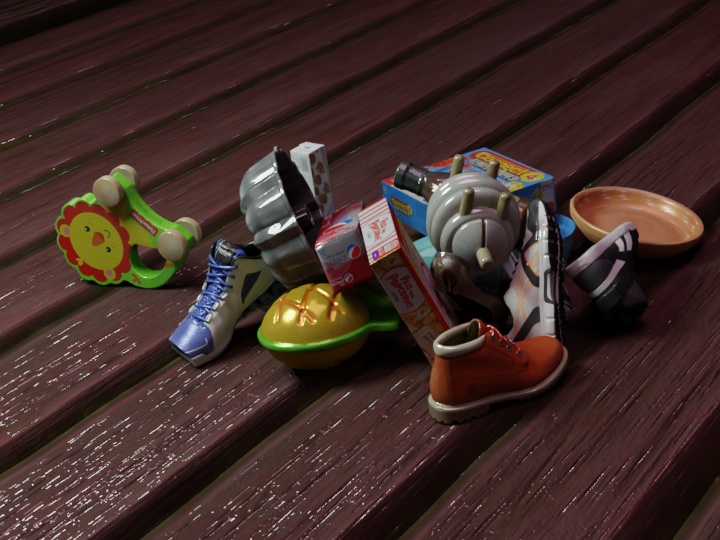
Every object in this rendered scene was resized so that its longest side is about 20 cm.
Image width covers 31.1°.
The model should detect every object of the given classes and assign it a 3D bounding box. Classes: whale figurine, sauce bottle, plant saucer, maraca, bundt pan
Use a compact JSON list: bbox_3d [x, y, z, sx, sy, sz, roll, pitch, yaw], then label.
[{"bbox_3d":[0.101,-0.012,1.787,0.197,0.105,0.159,6,22,-13],"label":"whale figurine"},{"bbox_3d":[0.142,-0.102,1.817,0.198,0.067,0.066,24,33,15],"label":"sauce bottle"},{"bbox_3d":[0.405,-0.068,1.911,0.197,0.038,0.201,6,26,-3],"label":"plant saucer"},{"bbox_3d":[-0.036,0.068,1.677,0.197,0.109,0.137,-11,24,-12],"label":"maraca"},{"bbox_3d":[-0.100,-0.059,1.739,0.075,0.204,0.202,-24,22,10],"label":"bundt pan"}]

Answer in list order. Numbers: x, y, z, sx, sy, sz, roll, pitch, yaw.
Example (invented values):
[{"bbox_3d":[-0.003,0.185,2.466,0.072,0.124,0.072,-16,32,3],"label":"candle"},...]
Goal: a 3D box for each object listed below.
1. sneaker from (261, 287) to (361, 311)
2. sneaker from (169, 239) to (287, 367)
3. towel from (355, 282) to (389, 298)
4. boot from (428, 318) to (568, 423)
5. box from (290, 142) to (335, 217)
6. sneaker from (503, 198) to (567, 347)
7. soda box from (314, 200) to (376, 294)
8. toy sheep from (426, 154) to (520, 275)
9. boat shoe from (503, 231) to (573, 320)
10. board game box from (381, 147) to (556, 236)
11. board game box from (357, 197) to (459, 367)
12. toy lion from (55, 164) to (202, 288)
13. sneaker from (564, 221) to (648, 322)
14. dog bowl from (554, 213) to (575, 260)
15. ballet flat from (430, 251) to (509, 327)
[{"bbox_3d":[-0.094,0.033,1.847,0.198,0.073,0.085,17,67,26],"label":"sneaker"},{"bbox_3d":[-0.189,0.023,1.751,0.080,0.116,0.199,26,58,38],"label":"sneaker"},{"bbox_3d":[0.000,0.000,1.830,0.199,0.018,0.085,36,23,34],"label":"towel"},{"bbox_3d":[0.169,0.102,1.555,0.198,0.109,0.075,-18,25,-28],"label":"boot"},{"bbox_3d":[-0.064,-0.089,1.917,0.041,0.203,0.039,14,34,40],"label":"box"},{"bbox_3d":[0.219,0.007,1.665,0.079,0.203,0.074,-5,-14,26],"label":"sneaker"},{"bbox_3d":[-0.015,-0.033,1.704,0.063,0.071,0.200,-22,11,7],"label":"soda box"},{"bbox_3d":[0.147,-0.064,1.680,0.135,0.140,0.201,-5,31,3],"label":"toy sheep"},{"bbox_3d":[0.245,-0.003,1.768,0.072,0.071,0.200,32,13,-29],"label":"boat shoe"},{"bbox_3d":[0.163,-0.114,1.969,0.194,0.057,0.200,-20,26,-23],"label":"board game box"},{"bbox_3d":[0.068,0.026,1.621,0.046,0.201,0.152,-28,26,8],"label":"board game box"},{"bbox_3d":[-0.365,-0.047,1.968,0.199,0.192,0.069,39,32,1],"label":"toy lion"},{"bbox_3d":[0.346,0.011,1.732,0.073,0.113,0.199,-39,-6,34],"label":"sneaker"},{"bbox_3d":[0.225,-0.047,1.935,0.197,0.050,0.111,8,28,28],"label":"dog bowl"},{"bbox_3d":[0.138,0.036,1.661,0.066,0.200,0.047,7,70,28],"label":"ballet flat"}]
